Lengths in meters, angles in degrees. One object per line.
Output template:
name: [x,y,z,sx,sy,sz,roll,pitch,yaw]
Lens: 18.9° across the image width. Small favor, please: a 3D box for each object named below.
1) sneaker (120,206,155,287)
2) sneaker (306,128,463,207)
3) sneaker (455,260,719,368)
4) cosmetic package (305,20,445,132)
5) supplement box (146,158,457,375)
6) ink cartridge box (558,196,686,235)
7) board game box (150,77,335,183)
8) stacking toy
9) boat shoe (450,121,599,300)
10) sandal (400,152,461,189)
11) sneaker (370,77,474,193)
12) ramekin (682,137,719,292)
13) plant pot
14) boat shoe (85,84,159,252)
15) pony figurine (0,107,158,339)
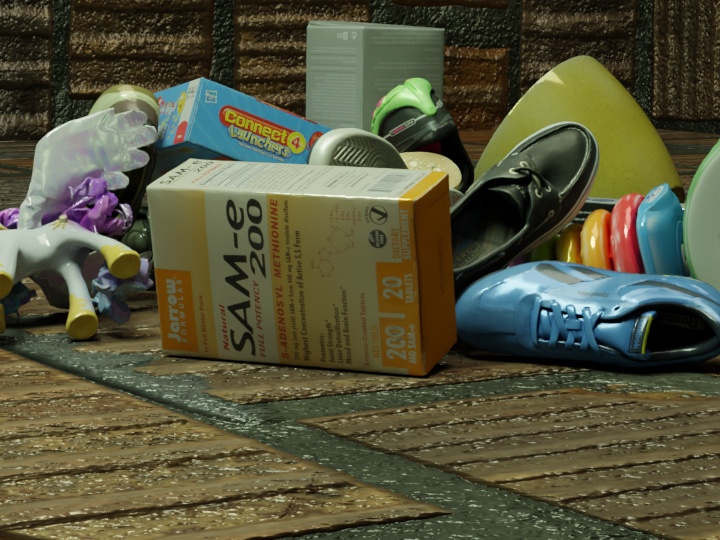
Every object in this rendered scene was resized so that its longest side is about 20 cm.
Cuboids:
sneaker: [-0.138,-0.022,1.830,0.113,0.077,0.199,-6,-1,-18]
sneaker: [-0.001,-0.054,1.597,0.084,0.076,0.200,11,-11,33]
sneaker: [0.160,0.033,1.500,0.198,0.067,0.078,2,11,6]
cosmetic package: [0.012,-0.122,1.960,0.106,0.202,0.090,-2,9,-42]
supplement box: [-0.040,-0.004,1.485,0.198,0.127,0.074,3,19,22]
ink cartridge box: [0.248,-0.005,1.697,0.199,0.095,0.044,5,8,31]
board game box: [-0.097,-0.091,1.836,0.195,0.056,0.200,20,-13,-27]
stacking toy: [0.151,0.010,1.633,0.199,0.111,0.116,-12,12,21]
boat shoe: [0.110,-0.045,1.575,0.200,0.069,0.057,-44,-12,-25]
sandal: [-0.005,-0.078,1.717,0.211,0.070,0.078,-14,48,-33]
sneaker: [0.053,-0.074,1.861,0.076,0.201,0.084,-33,57,-16]
ramekin: [0.328,-0.033,1.553,0.199,0.202,0.098,4,15,26]
plant pot: [0.210,-0.073,1.970,0.142,0.201,0.200,36,23,23]
boat shoe: [-0.215,-0.055,1.757,0.071,0.202,0.066,16,32,-19]
pony figurine: [-0.231,-0.021,1.642,0.192,0.168,0.200,-10,26,-21]
